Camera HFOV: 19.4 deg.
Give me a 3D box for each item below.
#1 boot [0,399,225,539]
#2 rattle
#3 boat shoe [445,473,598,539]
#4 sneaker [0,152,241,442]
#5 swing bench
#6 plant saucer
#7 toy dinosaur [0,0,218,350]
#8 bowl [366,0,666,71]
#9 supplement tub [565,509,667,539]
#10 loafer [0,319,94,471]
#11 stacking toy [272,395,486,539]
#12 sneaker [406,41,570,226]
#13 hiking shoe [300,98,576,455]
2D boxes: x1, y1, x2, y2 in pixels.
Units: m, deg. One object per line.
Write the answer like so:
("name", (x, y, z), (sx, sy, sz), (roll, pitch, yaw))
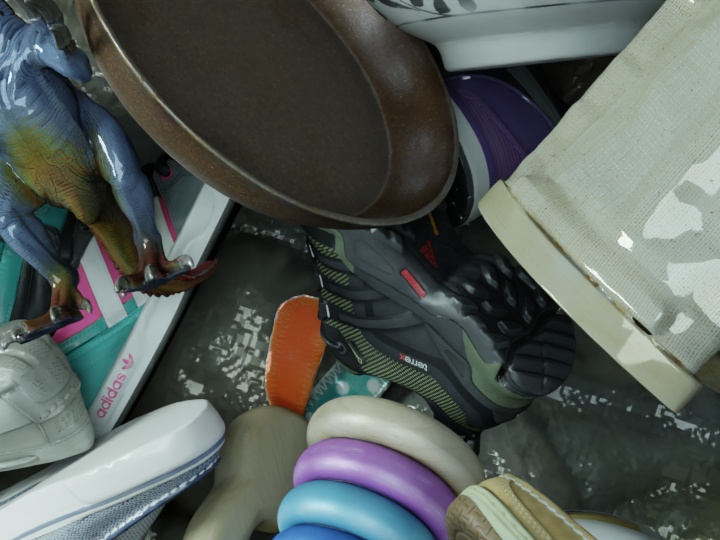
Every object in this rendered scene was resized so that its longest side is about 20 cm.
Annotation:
("boot", (-0.122, 0.133, 0.977), (0.200, 0.073, 0.090), (-28, 97, 34))
("rattle", (-0.054, 0.129, 1.015), (0.130, 0.143, 0.200), (2, 67, -25))
("boat shoe", (0.118, 0.143, 0.781), (0.076, 0.072, 0.200), (-42, 90, -13))
("sneaker", (-0.127, -0.027, 1.012), (0.121, 0.084, 0.200), (28, 90, -2))
("swing bench", (0.161, -0.059, 0.849), (0.130, 0.200, 0.199), (44, 99, 14))
("plant saucer", (-0.045, -0.092, 0.887), (0.034, 0.200, 0.200), (-41, 81, 32))
("toy dinosaur", (-0.151, -0.064, 0.884), (0.105, 0.200, 0.182), (-24, 86, 3))
("bowl", (0.076, -0.137, 0.912), (0.201, 0.201, 0.094), (-6, 95, 6))
("supplement tub", (0.092, 0.178, 0.908), (0.145, 0.200, 0.145), (-1, 85, 7))
("loafer", (-0.212, 0.080, 0.995), (0.200, 0.070, 0.070), (-15, 116, 34))
("stacking toy", (-0.017, 0.156, 0.899), (0.085, 0.085, 0.200), (21, 60, 8))
("sneaker", (0.038, -0.118, 1.016), (0.088, 0.076, 0.200), (-19, 74, -24))
("hiking shoe", (0.000, 0.000, 0.959), (0.200, 0.076, 0.101), (48, 131, 9))
